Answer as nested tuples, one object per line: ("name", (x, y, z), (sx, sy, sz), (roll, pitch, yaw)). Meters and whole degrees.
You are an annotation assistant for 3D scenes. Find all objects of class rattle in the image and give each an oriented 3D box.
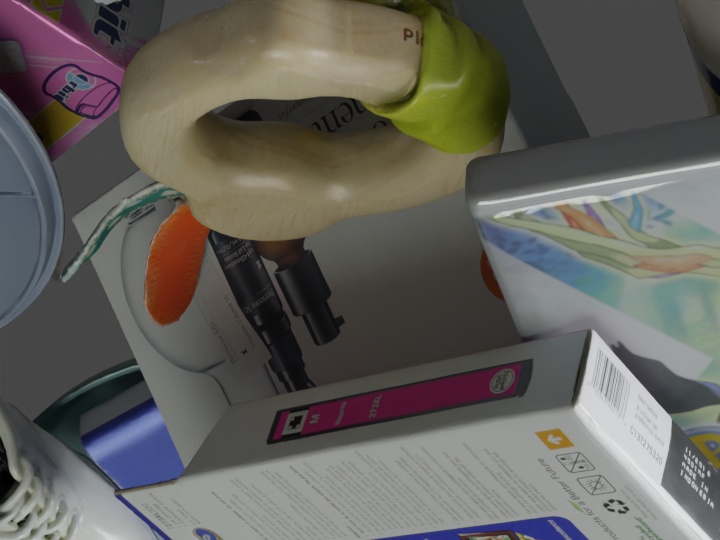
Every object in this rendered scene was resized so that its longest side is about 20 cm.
("rattle", (-0.034, -0.077, 0.775), (0.129, 0.144, 0.200), (-8, 167, -25))

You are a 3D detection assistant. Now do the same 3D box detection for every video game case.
("video game case", (0.151, 0.014, 0.713), (0.199, 0.022, 0.183), (-9, 139, 15))

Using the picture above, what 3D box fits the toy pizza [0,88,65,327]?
("toy pizza", (-0.200, -0.037, 0.791), (0.199, 0.032, 0.201), (4, 141, 3))

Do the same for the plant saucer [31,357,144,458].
("plant saucer", (-0.067, 0.099, 1.027), (0.199, 0.036, 0.201), (-4, 131, -4))

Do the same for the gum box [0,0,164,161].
("gum box", (-0.176, -0.070, 0.826), (0.113, 0.066, 0.200), (32, 133, -28))

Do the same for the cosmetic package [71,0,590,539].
("cosmetic package", (0.000, 0.000, 0.836), (0.200, 0.151, 0.052), (-32, 171, 34))

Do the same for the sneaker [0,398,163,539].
("sneaker", (-0.151, 0.091, 0.925), (0.200, 0.073, 0.071), (40, 173, -25))

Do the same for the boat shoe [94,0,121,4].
("boat shoe", (-0.109, -0.175, 0.707), (0.067, 0.074, 0.200), (-35, 132, 1))

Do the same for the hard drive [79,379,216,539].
("hard drive", (0.001, 0.061, 0.962), (0.199, 0.025, 0.132), (-29, 128, 14))

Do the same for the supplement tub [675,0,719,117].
("supplement tub", (0.191, -0.049, 0.764), (0.143, 0.145, 0.200), (-9, 139, 15))

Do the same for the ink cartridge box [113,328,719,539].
("ink cartridge box", (0.019, 0.076, 0.773), (0.199, 0.037, 0.095), (-16, 133, 36))
